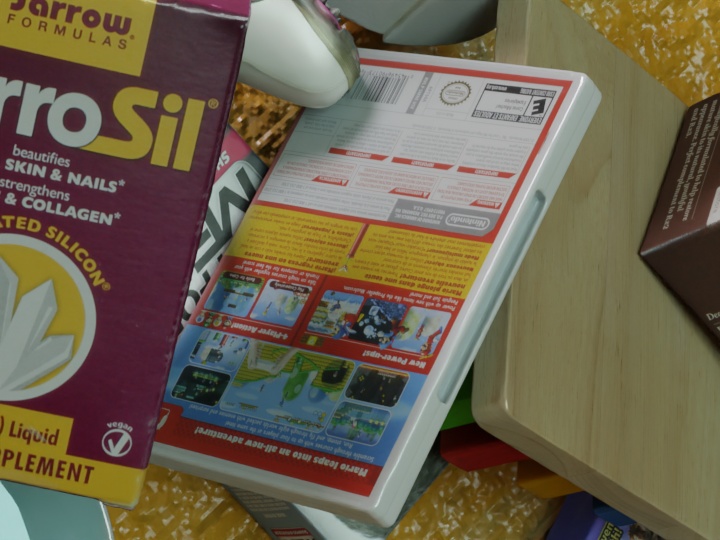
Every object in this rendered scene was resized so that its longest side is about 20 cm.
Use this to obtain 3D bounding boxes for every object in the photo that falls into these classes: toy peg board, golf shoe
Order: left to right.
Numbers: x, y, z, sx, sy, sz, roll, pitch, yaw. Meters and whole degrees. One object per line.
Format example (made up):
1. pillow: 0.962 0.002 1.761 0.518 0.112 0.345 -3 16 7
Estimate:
1. golf shoe: -0.096 -0.111 1.118 0.199 0.073 0.092 28 75 10
2. toy peg board: 0.088 0.014 1.163 0.199 0.097 0.201 32 54 -43

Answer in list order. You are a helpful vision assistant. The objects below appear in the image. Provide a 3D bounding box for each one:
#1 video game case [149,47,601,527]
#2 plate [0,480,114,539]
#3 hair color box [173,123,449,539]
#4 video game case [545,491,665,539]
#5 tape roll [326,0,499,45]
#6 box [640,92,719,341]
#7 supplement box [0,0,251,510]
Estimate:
1. video game case: 0.000 0.000 1.068 0.017 0.142 0.201 45 65 -43
2. plate: -0.196 0.131 1.087 0.199 0.026 0.202 3 82 -24
3. hair color box: -0.048 0.028 1.150 0.200 0.061 0.099 48 67 -13
4. video game case: 0.188 0.126 1.256 0.181 0.045 0.201 35 70 -19
5. tape roll: 0.040 -0.218 1.139 0.202 0.139 0.204 22 51 -29
6. box: 0.219 0.014 1.176 0.200 0.075 0.100 47 45 -24
7. supplement box: -0.123 -0.029 0.998 0.130 0.103 0.201 12 108 -7
